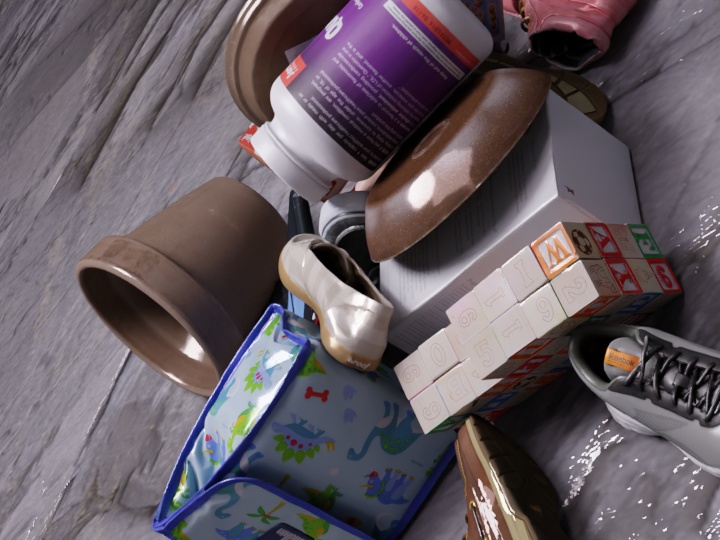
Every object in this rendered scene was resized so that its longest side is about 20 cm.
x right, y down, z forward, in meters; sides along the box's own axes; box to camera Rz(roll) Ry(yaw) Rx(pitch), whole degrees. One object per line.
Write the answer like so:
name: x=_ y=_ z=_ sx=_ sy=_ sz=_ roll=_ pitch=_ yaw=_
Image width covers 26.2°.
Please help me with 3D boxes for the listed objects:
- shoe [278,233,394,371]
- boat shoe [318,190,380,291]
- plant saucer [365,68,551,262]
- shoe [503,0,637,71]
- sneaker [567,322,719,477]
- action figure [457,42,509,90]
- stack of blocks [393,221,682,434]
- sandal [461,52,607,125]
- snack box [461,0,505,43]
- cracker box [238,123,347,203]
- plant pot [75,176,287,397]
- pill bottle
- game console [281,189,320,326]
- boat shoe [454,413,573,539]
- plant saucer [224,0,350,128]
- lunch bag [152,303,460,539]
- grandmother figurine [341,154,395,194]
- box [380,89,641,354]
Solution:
shoe: x=-0.015 y=0.011 z=1.226 sx=0.054 sy=0.069 sz=0.200 roll=-68 pitch=25 yaw=19
boat shoe: x=0.000 y=0.000 z=1.357 sx=0.200 sy=0.071 sz=0.071 roll=90 pitch=180 yaw=-64
plant saucer: x=0.066 y=-0.092 z=1.209 sx=0.200 sy=0.037 sz=0.201 roll=-46 pitch=11 yaw=11
shoe: x=0.162 y=-0.230 z=1.364 sx=0.200 sy=0.071 sz=0.091 roll=9 pitch=65 yaw=56
sneaker: x=0.203 y=0.078 z=0.987 sx=0.074 sy=0.079 sz=0.200 roll=-61 pitch=29 yaw=-8
action figure: x=0.067 y=-0.170 z=1.475 sx=0.199 sy=0.069 sz=0.131 roll=-30 pitch=32 yaw=37
stack of blocks: x=0.117 y=0.043 z=1.112 sx=0.200 sy=0.115 sz=0.059 roll=-40 pitch=66 yaw=34
sandal: x=0.138 y=-0.144 z=1.323 sx=0.200 sy=0.080 sz=0.054 roll=28 pitch=123 yaw=52
snack box: x=0.032 y=-0.209 z=1.370 sx=0.199 sy=0.072 sz=0.024 roll=-19 pitch=45 yaw=-8
cracker box: x=-0.017 y=-0.171 z=1.468 sx=0.201 sy=0.058 sz=0.134 roll=-55 pitch=32 yaw=-2
plant pot: x=-0.164 y=0.000 z=1.582 sx=0.175 sy=0.200 sz=0.200 roll=-51 pitch=23 yaw=-23
pill bottle: x=0.005 y=-0.152 z=1.255 sx=0.200 sy=0.112 sz=0.113 roll=-45 pitch=30 yaw=9
game console: x=-0.051 y=0.050 z=1.384 sx=0.201 sy=0.031 sz=0.178 roll=-103 pitch=11 yaw=-53
boat shoe: x=0.099 y=0.176 z=1.071 sx=0.068 sy=0.072 sz=0.200 roll=-48 pitch=32 yaw=17
plant saucer: x=-0.018 y=-0.187 z=1.324 sx=0.200 sy=0.199 sz=0.030 roll=-48 pitch=44 yaw=21
lunch bag: x=-0.045 y=0.158 z=1.223 sx=0.201 sy=0.170 sz=0.127 roll=-55 pitch=25 yaw=7
grandmother figurine: x=0.016 y=-0.075 z=1.404 sx=0.061 sy=0.121 sz=0.200 roll=57 pitch=140 yaw=24
box: x=0.114 y=-0.023 z=1.214 sx=0.200 sy=0.097 sz=0.125 roll=-40 pitch=33 yaw=34
